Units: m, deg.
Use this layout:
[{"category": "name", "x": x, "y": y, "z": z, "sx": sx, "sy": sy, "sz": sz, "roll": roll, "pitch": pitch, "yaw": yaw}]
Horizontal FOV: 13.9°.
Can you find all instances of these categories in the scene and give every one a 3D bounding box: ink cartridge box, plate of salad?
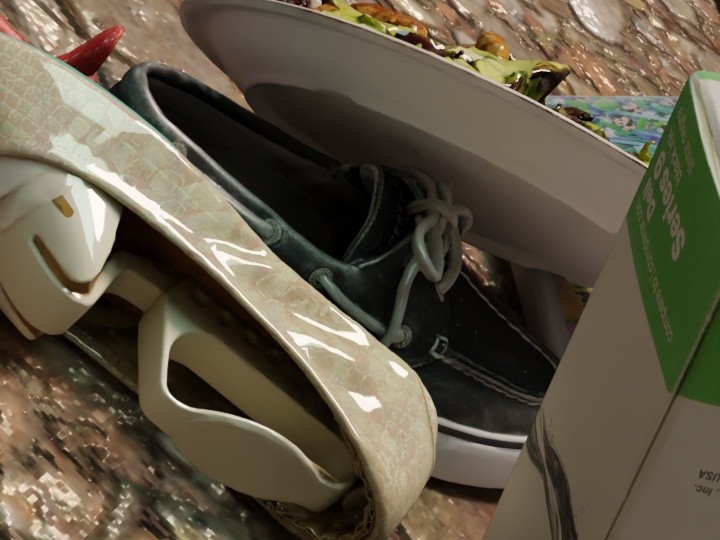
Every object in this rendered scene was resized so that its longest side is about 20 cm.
[{"category": "ink cartridge box", "x": 0.121, "y": 0.062, "z": 0.790, "sx": 0.145, "sy": 0.201, "sz": 0.084, "roll": 12, "pitch": 35, "yaw": -15}, {"category": "plate of salad", "x": 0.037, "y": -0.045, "z": 0.922, "sx": 0.199, "sy": 0.048, "sz": 0.200, "roll": 26, "pitch": -8, "yaw": 4}]

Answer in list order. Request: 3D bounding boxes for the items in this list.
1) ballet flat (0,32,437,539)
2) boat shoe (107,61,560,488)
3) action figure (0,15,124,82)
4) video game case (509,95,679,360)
[{"category": "ballet flat", "x": -0.059, "y": 0.006, "z": 0.812, "sx": 0.200, "sy": 0.067, "sz": 0.062, "roll": 37, "pitch": 38, "yaw": -12}, {"category": "boat shoe", "x": 0.000, "y": -0.002, "z": 0.892, "sx": 0.199, "sy": 0.068, "sz": 0.074, "roll": 31, "pitch": 30, "yaw": -21}, {"category": "action figure", "x": -0.159, "y": -0.115, "z": 0.870, "sx": 0.200, "sy": 0.052, "sz": 0.066, "roll": 35, "pitch": 31, "yaw": -9}, {"category": "video game case", "x": 0.145, "y": 0.006, "z": 1.028, "sx": 0.181, "sy": 0.024, "sz": 0.200, "roll": -1, "pitch": 41, "yaw": -9}]
